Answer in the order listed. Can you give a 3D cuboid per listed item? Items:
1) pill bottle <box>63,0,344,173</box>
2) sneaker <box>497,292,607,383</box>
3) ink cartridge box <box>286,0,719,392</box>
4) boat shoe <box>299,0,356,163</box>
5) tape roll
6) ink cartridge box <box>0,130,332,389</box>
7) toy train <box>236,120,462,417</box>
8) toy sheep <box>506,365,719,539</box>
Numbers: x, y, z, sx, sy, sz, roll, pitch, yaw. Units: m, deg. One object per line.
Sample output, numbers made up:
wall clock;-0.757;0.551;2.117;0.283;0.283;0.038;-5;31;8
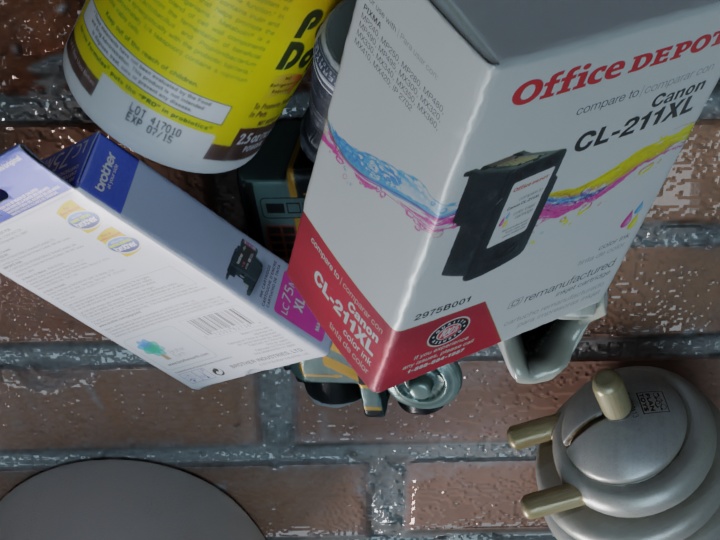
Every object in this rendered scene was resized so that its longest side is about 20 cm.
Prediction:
pill bottle;-0.053;-0.151;0.637;0.109;0.110;0.200;23;122;-18
sneaker;0.113;-0.022;0.743;0.077;0.100;0.201;2;126;-4
ink cartridge box;0.062;-0.056;0.595;0.145;0.083;0.201;-20;148;-28
boat shoe;0.056;-0.117;0.676;0.199;0.071;0.091;-26;164;-23
tape roll;-0.161;0.243;0.900;0.201;0.140;0.204;-1;126;-1
ink cartridge box;-0.119;-0.006;0.708;0.199;0.042;0.119;34;146;-33
toy train;0.000;0.000;0.771;0.113;0.086;0.201;1;130;13
toy sheep;0.165;0.124;0.834;0.137;0.139;0.200;-18;142;11
